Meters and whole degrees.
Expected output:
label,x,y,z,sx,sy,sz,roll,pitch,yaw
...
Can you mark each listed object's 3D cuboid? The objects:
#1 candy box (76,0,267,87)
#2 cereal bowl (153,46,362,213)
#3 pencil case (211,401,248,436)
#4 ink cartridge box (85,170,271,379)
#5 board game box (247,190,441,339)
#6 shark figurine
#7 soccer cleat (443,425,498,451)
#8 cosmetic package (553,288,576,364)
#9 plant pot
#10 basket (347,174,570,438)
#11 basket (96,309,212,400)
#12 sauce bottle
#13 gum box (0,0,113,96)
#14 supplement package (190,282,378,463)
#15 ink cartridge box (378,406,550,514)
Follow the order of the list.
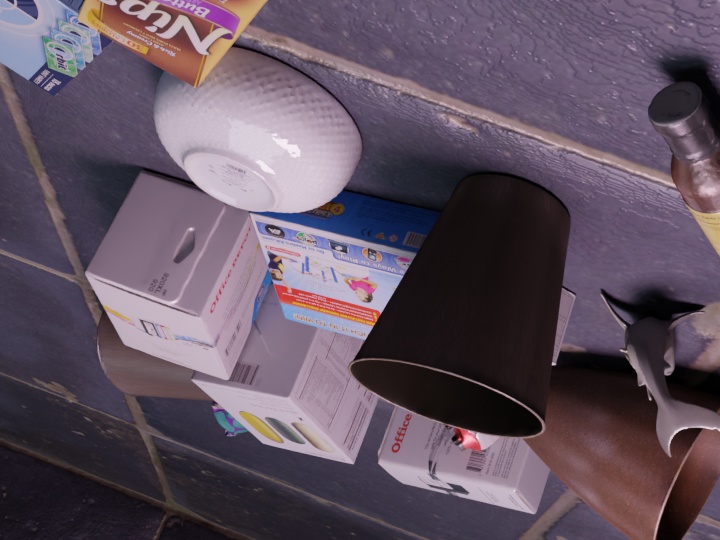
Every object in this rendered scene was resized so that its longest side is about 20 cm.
label,x,y,z,sx,sy,sz,roll,pitch,yaw
candy box,-0.138,-0.225,0.899,0.117,0.056,0.200,28,157,-16
cereal bowl,-0.105,-0.114,1.075,0.200,0.083,0.200,20,157,9
pencil case,-0.160,0.206,1.809,0.092,0.085,0.200,2,167,-29
ink cartridge box,-0.203,0.009,1.343,0.145,0.147,0.200,18,156,10
board game box,0.000,0.000,1.229,0.200,0.056,0.196,14,148,18
shark figurine,0.295,0.075,1.107,0.089,0.214,0.128,-29,101,15
soccer cleat,0.113,0.122,1.389,0.200,0.085,0.069,61,173,-9
cosmetic package,0.147,0.073,1.253,0.051,0.083,0.200,30,156,-17
plant pot,0.284,0.188,1.294,0.200,0.187,0.187,26,161,31
basket,0.108,0.027,1.039,0.180,0.200,0.136,14,156,22
basket,-0.232,0.115,1.608,0.200,0.136,0.180,6,152,26
sauce bottle,0.274,-0.064,0.870,0.065,0.065,0.200,1,148,40
gum box,-0.321,-0.248,1.024,0.200,0.045,0.170,34,154,-22
supplement package,-0.083,0.130,1.493,0.152,0.151,0.200,7,153,30
ink cartridge box,0.141,0.211,1.476,0.200,0.147,0.083,7,153,33
